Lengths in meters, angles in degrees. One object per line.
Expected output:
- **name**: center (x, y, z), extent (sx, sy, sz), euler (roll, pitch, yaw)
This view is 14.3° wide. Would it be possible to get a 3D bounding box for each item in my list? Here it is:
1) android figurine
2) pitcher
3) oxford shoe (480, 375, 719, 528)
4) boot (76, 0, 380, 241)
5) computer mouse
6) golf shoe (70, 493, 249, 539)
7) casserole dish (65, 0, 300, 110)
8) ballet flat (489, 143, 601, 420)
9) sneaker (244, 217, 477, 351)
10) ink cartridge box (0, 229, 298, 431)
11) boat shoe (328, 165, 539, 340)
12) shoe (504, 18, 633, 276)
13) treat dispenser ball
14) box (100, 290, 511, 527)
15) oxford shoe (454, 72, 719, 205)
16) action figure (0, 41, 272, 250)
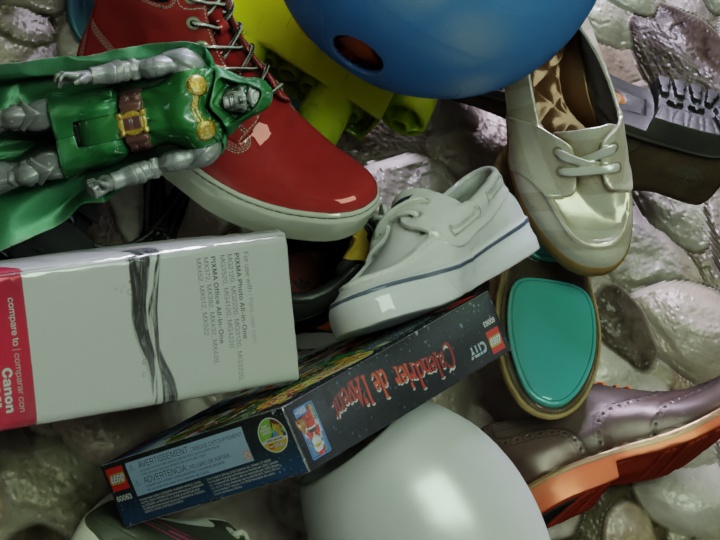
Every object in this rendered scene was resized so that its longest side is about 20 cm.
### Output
- **android figurine**: center (-0.023, -0.160, 1.724), extent (0.182, 0.041, 0.201), euler (30, 56, -11)
- **pitcher**: center (0.039, 0.188, 1.588), extent (0.171, 0.121, 0.200), euler (-39, 96, -19)
- **oxford shoe**: center (0.160, 0.089, 1.720), extent (0.199, 0.071, 0.073), euler (-19, 70, -33)
- **boot**: center (-0.068, -0.112, 1.590), extent (0.199, 0.145, 0.072), euler (29, 37, 17)
- **computer mouse**: center (-0.180, -0.060, 1.632), extent (0.199, 0.046, 0.141), euler (24, 57, -15)
- **golf shoe**: center (-0.063, 0.175, 1.539), extent (0.199, 0.077, 0.088), euler (22, 43, -1)
- **casserole dish**: center (-0.079, -0.156, 1.741), extent (0.199, 0.039, 0.122), euler (4, 64, -27)
- **ballet flat**: center (0.106, 0.013, 1.730), extent (0.068, 0.063, 0.201), euler (12, 55, -14)
- **sneaker**: center (0.000, 0.000, 1.668), extent (0.199, 0.090, 0.070), euler (-9, 70, -30)
- **ink cartridge box**: center (-0.150, 0.032, 1.525), extent (0.199, 0.145, 0.084), euler (-8, 93, -28)
- **boat shoe**: center (0.032, -0.013, 1.616), extent (0.200, 0.073, 0.066), euler (-28, 96, -62)
- **shoe**: center (0.118, -0.094, 1.715), extent (0.070, 0.053, 0.201), euler (-11, 71, -7)
- **treat dispenser ball**: center (0.045, -0.198, 1.630), extent (0.200, 0.201, 0.202), euler (12, 60, -22)
- **box**: center (-0.027, 0.073, 1.556), extent (0.200, 0.136, 0.038), euler (-28, 95, -51)
- **oxford shoe**: center (0.134, -0.086, 1.794), extent (0.199, 0.085, 0.073), euler (20, 36, 7)
- **action figure**: center (-0.145, -0.077, 1.553), extent (0.199, 0.055, 0.119), euler (-13, 102, 1)
